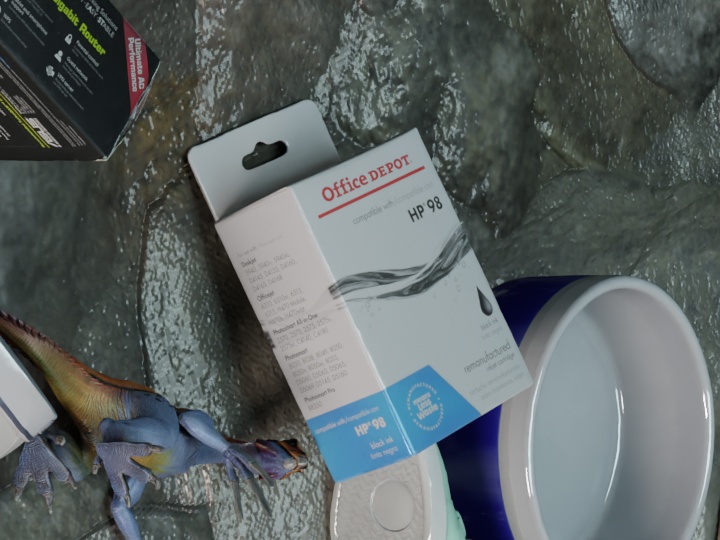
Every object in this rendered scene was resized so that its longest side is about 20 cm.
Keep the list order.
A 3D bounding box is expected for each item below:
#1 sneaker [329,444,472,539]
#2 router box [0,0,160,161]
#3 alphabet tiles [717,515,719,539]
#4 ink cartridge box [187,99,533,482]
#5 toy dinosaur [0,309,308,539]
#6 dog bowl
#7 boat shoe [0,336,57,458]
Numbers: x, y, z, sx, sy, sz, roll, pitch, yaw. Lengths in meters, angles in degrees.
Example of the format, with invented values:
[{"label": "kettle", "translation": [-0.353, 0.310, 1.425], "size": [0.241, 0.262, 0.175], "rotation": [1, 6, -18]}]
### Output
[{"label": "sneaker", "translation": [0.048, 0.170, 1.630], "size": [0.118, 0.074, 0.201], "rotation": [-17, 103, -53]}, {"label": "router box", "translation": [-0.207, -0.131, 1.261], "size": [0.200, 0.150, 0.062], "rotation": [50, 55, -38]}, {"label": "alphabet tiles", "translation": [0.314, 0.176, 1.987], "size": [0.200, 0.008, 0.168], "rotation": [19, 76, -48]}, {"label": "ink cartridge box", "translation": [0.000, 0.000, 1.526], "size": [0.116, 0.067, 0.200], "rotation": [-27, 93, -46]}, {"label": "toy dinosaur", "translation": [-0.098, 0.080, 1.448], "size": [0.181, 0.105, 0.200], "rotation": [-29, 101, -67]}, {"label": "dog bowl", "translation": [0.132, 0.102, 1.718], "size": [0.200, 0.079, 0.201], "rotation": [-2, 92, -50]}, {"label": "boat shoe", "translation": [-0.225, 0.014, 1.312], "size": [0.066, 0.072, 0.200], "rotation": [-38, 119, -5]}]
